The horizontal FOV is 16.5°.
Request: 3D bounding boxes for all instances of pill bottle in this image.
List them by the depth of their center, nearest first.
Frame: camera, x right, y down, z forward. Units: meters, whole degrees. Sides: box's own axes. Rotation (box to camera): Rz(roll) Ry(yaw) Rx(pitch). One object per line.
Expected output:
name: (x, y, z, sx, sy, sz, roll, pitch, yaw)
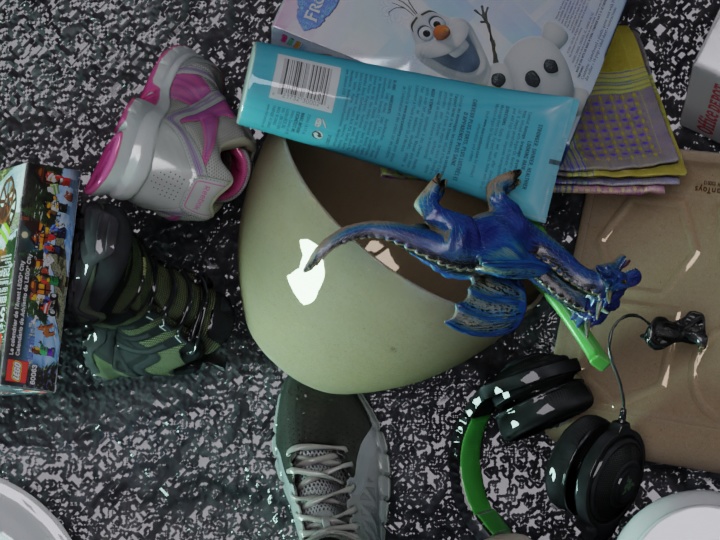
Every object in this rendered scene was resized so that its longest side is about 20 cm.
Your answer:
pill bottle: (0.205, 0.192, 1.507, 0.115, 0.200, 0.116, -1, 83, 5)

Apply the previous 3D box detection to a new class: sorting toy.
sorting toy: (0.216, 0.025, 1.583, 0.184, 0.036, 0.201, 8, 86, 33)

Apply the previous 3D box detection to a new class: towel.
towel: (0.102, -0.110, 1.586, 0.199, 0.023, 0.144, 2, 51, -14)

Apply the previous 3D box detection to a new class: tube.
tube: (0.027, -0.089, 1.490, 0.199, 0.050, 0.078, 14, 103, -5)

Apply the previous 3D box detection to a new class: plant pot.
plant pot: (0.000, 0.000, 1.572, 0.200, 0.200, 0.135, 43, 119, 8)

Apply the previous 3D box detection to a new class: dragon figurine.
dragon figurine: (0.073, -0.002, 1.439, 0.100, 0.199, 0.059, 57, 135, 32)

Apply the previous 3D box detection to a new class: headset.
headset: (0.140, 0.100, 1.569, 0.124, 0.094, 0.200, 51, 125, 22)

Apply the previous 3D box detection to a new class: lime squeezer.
lime squeezer: (0.113, -0.021, 1.550, 0.070, 0.200, 0.038, 18, 122, -19)

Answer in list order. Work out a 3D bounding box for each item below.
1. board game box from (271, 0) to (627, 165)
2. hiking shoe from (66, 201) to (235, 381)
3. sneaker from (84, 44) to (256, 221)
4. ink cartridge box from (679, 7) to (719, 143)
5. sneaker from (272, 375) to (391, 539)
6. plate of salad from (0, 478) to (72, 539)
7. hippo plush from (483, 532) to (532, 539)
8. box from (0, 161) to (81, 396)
board game box: (0.071, -0.192, 1.560, 0.198, 0.043, 0.201, 22, 70, 3)
hiking shoe: (-0.129, 0.012, 1.565, 0.100, 0.200, 0.076, 2, 68, 1)
sneaker: (-0.111, -0.077, 1.582, 0.088, 0.200, 0.082, 28, 114, -4)
ink cartridge box: (0.309, -0.101, 1.561, 0.199, 0.148, 0.086, 25, 80, 8)
sneaker: (-0.016, 0.154, 1.574, 0.075, 0.116, 0.201, -11, 82, 3)
plate of salad: (-0.274, 0.229, 1.622, 0.199, 0.048, 0.201, 1, 84, -5)
hippo plush: (0.089, 0.275, 1.498, 0.161, 0.159, 0.200, 33, 89, 36)
box: (-0.234, 0.010, 1.574, 0.038, 0.200, 0.137, 10, 82, -25)
